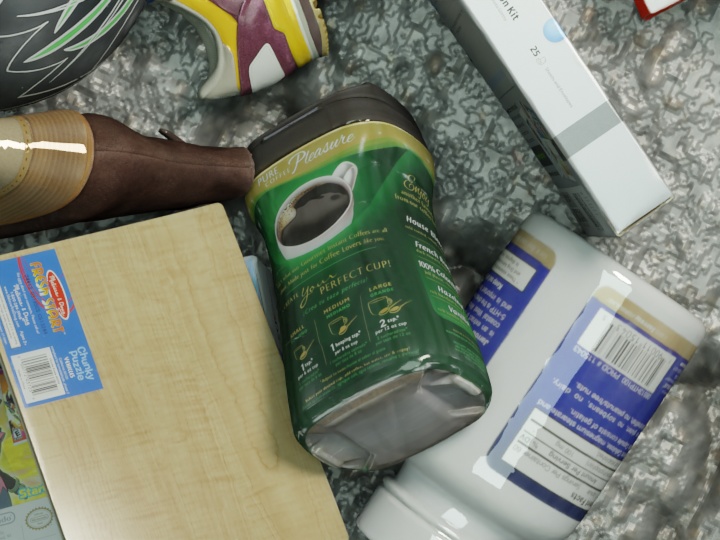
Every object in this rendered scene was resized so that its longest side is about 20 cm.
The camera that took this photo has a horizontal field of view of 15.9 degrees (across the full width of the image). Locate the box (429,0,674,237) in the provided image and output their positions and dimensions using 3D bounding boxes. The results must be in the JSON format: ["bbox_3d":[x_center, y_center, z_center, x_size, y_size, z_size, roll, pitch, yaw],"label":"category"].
[{"bbox_3d":[0.090,-0.110,1.391,0.041,0.156,0.200,-35,91,0],"label":"box"}]

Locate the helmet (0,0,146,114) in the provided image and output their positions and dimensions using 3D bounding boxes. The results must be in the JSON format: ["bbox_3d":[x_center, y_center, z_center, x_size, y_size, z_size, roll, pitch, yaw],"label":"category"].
[{"bbox_3d":[-0.197,-0.184,1.363,0.190,0.200,0.201,29,93,31],"label":"helmet"}]

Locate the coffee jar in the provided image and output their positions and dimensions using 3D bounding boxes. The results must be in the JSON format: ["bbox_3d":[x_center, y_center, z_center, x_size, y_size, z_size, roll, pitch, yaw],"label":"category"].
[{"bbox_3d":[0.000,0.000,1.387,0.104,0.085,0.201,-28,54,22],"label":"coffee jar"}]

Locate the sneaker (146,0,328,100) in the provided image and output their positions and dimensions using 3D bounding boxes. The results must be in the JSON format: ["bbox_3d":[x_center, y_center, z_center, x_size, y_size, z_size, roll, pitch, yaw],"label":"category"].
[{"bbox_3d":[-0.093,-0.194,1.432,0.090,0.075,0.201,-25,91,-3],"label":"sneaker"}]

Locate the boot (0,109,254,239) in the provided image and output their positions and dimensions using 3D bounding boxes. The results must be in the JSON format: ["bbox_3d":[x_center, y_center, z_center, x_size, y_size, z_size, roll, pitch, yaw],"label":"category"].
[{"bbox_3d":[-0.173,-0.040,1.428,0.166,0.200,0.073,6,77,-34],"label":"boot"}]

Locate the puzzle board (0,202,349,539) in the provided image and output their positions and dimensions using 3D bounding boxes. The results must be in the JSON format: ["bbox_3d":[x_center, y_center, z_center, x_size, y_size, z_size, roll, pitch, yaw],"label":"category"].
[{"bbox_3d":[-0.107,0.072,1.351,0.150,0.017,0.201,-14,74,-27],"label":"puzzle board"}]

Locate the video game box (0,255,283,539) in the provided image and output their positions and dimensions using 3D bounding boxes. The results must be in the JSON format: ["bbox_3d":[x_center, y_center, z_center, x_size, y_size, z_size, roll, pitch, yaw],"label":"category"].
[{"bbox_3d":[-0.129,0.105,1.421,0.199,0.047,0.183,-15,75,9],"label":"video game box"}]

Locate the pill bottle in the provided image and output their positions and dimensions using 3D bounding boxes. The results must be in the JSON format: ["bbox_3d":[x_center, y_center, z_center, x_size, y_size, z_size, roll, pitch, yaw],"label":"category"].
[{"bbox_3d":[0.088,0.081,1.416,0.119,0.120,0.200,34,93,0],"label":"pill bottle"}]

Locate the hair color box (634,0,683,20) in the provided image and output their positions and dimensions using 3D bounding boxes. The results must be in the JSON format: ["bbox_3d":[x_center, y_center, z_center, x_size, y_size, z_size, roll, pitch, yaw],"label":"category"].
[{"bbox_3d":[0.223,-0.234,1.430,0.199,0.064,0.111,-27,91,3],"label":"hair color box"}]
